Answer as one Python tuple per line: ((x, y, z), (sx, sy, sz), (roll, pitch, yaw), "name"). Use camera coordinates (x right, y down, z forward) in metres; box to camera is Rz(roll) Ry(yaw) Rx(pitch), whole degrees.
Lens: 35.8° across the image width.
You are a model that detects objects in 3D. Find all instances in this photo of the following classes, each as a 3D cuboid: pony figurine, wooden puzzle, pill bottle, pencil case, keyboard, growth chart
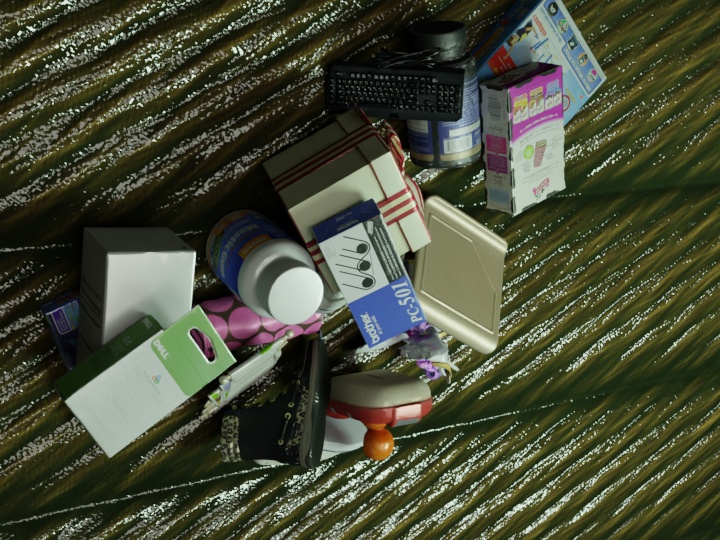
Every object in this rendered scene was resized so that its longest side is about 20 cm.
((0.091, 0.083, 1.754), (0.192, 0.166, 0.202), (-1, 93, -43), "pony figurine")
((0.150, 0.008, 1.734), (0.184, 0.037, 0.202), (30, 58, -30), "wooden puzzle")
((0.120, -0.260, 1.646), (0.111, 0.112, 0.202), (-18, 118, -25), "pill bottle")
((-0.153, 0.076, 1.627), (0.198, 0.091, 0.094), (-10, 155, -27), "pencil case")
((-0.130, -0.002, 1.533), (0.111, 0.200, 0.113), (-11, 115, -25), "pill bottle")
((0.047, -0.263, 1.574), (0.198, 0.040, 0.105), (4, 110, 8), "keyboard")
((-0.170, 0.157, 1.609), (0.144, 0.200, 0.018), (-34, 80, -24), "growth chart")

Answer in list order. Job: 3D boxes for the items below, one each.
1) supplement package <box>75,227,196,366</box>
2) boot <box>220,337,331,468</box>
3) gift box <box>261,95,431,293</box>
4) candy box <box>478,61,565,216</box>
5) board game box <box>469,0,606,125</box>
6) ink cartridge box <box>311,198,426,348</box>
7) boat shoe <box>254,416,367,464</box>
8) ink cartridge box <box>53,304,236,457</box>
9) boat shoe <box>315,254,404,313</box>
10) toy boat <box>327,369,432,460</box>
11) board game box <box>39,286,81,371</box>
((-0.297, 0.054, 1.459), (0.120, 0.120, 0.202), (-1, 108, -29), "supplement package")
((-0.127, 0.197, 1.675), (0.074, 0.152, 0.205), (61, 30, -57), "boot")
((-0.018, -0.117, 1.577), (0.186, 0.200, 0.185), (-28, 130, -1), "gift box")
((0.248, -0.202, 1.696), (0.136, 0.061, 0.202), (-26, 121, -38), "candy box")
((0.270, -0.308, 1.756), (0.196, 0.056, 0.200), (-47, 126, -8), "board game box")
((0.014, 0.007, 1.521), (0.093, 0.044, 0.201), (-26, 127, -1), "ink cartridge box")
((-0.082, 0.275, 1.766), (0.199, 0.071, 0.070), (-3, 138, -35), "boat shoe")
((-0.268, 0.128, 1.393), (0.199, 0.059, 0.104), (-37, 121, -12), "ink cartridge box")
((0.002, 0.004, 1.648), (0.201, 0.086, 0.075), (-27, 100, -47), "boat shoe")
((0.023, 0.227, 1.717), (0.129, 0.199, 0.132), (-6, 96, -30), "toy boat")
((-0.345, 0.110, 1.546), (0.135, 0.034, 0.201), (-26, 120, -22), "board game box")
